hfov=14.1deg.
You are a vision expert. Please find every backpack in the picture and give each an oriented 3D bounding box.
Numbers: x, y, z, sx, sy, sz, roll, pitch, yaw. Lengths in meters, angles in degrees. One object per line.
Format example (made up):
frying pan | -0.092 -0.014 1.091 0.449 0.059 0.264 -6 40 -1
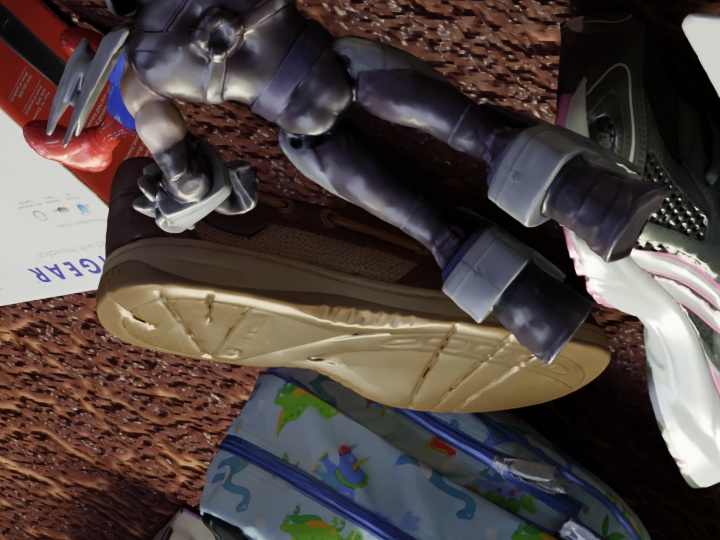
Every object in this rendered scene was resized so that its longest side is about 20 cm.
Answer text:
backpack | 0.032 0.111 1.166 0.200 0.154 0.163 17 180 -8

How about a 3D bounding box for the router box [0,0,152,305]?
router box | -0.179 -0.059 1.142 0.200 0.049 0.179 -10 136 47

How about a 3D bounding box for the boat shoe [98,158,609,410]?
boat shoe | 0.000 0.000 1.064 0.200 0.072 0.072 10 150 -21

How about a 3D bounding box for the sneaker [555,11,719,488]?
sneaker | 0.125 -0.014 0.968 0.086 0.080 0.200 -13 137 18

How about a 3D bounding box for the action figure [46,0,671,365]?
action figure | -0.008 -0.051 0.884 0.200 0.069 0.130 35 112 3

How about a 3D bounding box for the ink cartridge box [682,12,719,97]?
ink cartridge box | 0.187 -0.033 0.868 0.115 0.068 0.200 4 146 34

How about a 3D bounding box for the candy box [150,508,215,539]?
candy box | -0.061 0.217 1.487 0.168 0.072 0.200 29 151 -7

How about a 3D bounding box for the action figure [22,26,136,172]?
action figure | -0.085 -0.102 0.975 0.099 0.065 0.200 25 153 -19
